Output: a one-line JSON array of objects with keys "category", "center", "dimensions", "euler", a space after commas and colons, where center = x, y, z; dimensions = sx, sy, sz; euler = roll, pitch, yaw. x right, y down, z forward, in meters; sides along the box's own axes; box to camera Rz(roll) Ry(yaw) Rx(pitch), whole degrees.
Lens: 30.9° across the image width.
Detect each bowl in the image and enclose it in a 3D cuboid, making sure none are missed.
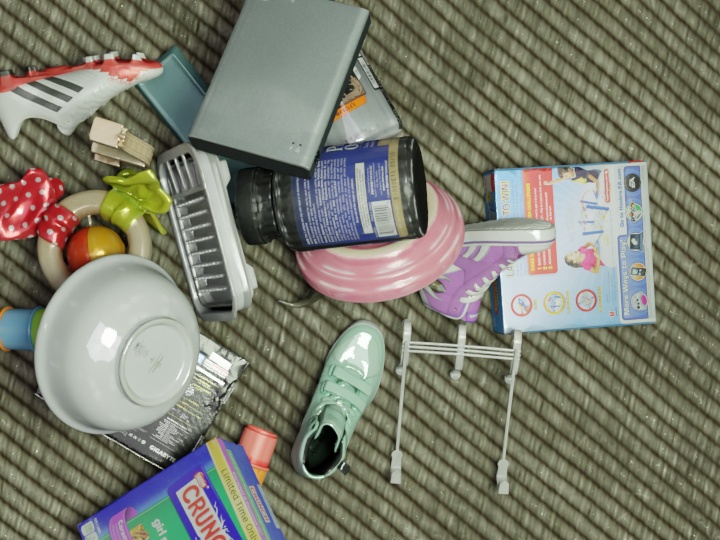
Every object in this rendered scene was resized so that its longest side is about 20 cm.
[{"category": "bowl", "center": [-0.242, 0.089, 1.407], "dimensions": [0.200, 0.090, 0.203], "euler": [-14, 110, -43]}]

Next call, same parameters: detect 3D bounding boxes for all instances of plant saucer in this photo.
[{"category": "plant saucer", "center": [-0.182, -0.165, 1.538], "dimensions": [0.070, 0.019, 0.200], "euler": [-38, 96, 8]}, {"category": "plant saucer", "center": [0.019, -0.049, 1.495], "dimensions": [0.199, 0.201, 0.051], "euler": [-22, 133, -8]}]

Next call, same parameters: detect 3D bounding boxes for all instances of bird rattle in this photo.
[{"category": "bird rattle", "center": [-0.309, -0.044, 1.468], "dimensions": [0.198, 0.113, 0.164], "euler": [-9, 78, -12]}]

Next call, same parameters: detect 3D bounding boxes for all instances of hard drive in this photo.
[{"category": "hard drive", "center": [-0.085, -0.207, 1.404], "dimensions": [0.138, 0.033, 0.201], "euler": [15, 69, 12]}]

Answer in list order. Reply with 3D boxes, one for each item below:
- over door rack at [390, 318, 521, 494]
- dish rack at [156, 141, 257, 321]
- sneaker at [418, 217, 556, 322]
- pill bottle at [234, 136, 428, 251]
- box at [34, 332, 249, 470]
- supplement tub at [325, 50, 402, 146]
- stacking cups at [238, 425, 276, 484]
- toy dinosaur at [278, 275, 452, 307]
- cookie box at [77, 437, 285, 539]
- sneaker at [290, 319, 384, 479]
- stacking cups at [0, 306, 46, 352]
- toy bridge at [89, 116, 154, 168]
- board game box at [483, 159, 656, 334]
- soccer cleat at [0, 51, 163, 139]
[{"category": "over door rack", "center": [0.112, 0.159, 1.569], "dimensions": [0.146, 0.067, 0.202], "euler": [4, 103, 1]}, {"category": "dish rack", "center": [-0.171, -0.044, 1.479], "dimensions": [0.043, 0.171, 0.202], "euler": [-15, 94, -24]}, {"category": "sneaker", "center": [0.150, 0.001, 1.535], "dimensions": [0.072, 0.199, 0.115], "euler": [-20, 100, -49]}, {"category": "pill bottle", "center": [-0.031, -0.080, 1.421], "dimensions": [0.198, 0.112, 0.113], "euler": [-6, 92, 10]}, {"category": "box", "center": [-0.255, 0.124, 1.524], "dimensions": [0.199, 0.049, 0.160], "euler": [31, 84, -8]}, {"category": "supplement tub", "center": [-0.047, -0.219, 1.509], "dimensions": [0.122, 0.123, 0.201], "euler": [-30, 89, -7]}, {"category": "stacking cups", "center": [-0.147, 0.284, 1.534], "dimensions": [0.060, 0.060, 0.201], "euler": [24, 85, -9]}, {"category": "toy dinosaur", "center": [0.000, 0.000, 1.531], "dimensions": [0.198, 0.102, 0.078], "euler": [-5, 94, -6]}, {"category": "cookie box", "center": [-0.194, 0.313, 1.463], "dimensions": [0.199, 0.075, 0.172], "euler": [-33, 67, 10]}, {"category": "sneaker", "center": [-0.017, 0.155, 1.526], "dimensions": [0.073, 0.118, 0.202], "euler": [24, 86, -7]}, {"category": "stacking cups", "center": [-0.379, 0.062, 1.469], "dimensions": [0.198, 0.060, 0.061], "euler": [4, 90, 12]}, {"category": "toy bridge", "center": [-0.263, -0.135, 1.442], "dimensions": [0.067, 0.200, 0.027], "euler": [17, 85, -9]}, {"category": "board game box", "center": [0.256, -0.029, 1.598], "dimensions": [0.194, 0.056, 0.202], "euler": [-3, 91, -9]}, {"category": "soccer cleat", "center": [-0.322, -0.201, 1.501], "dimensions": [0.198, 0.069, 0.086], "euler": [-10, 103, -4]}]
